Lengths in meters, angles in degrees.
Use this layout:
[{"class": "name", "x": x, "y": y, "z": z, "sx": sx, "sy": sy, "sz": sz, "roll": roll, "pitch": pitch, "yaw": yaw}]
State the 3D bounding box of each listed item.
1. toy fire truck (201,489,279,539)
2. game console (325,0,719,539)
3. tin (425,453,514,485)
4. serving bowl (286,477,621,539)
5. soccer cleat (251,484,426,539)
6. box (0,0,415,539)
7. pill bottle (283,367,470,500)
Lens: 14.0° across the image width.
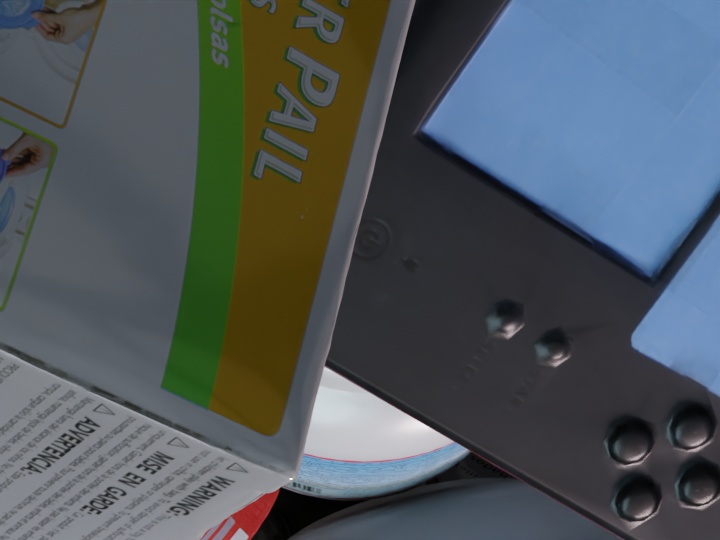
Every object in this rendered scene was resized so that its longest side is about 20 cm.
[{"class": "toy fire truck", "x": -0.117, "y": 0.009, "z": 0.790, "sx": 0.141, "sy": 0.049, "sz": 0.200, "roll": 47, "pitch": 169, "yaw": -32}, {"class": "game console", "x": 0.092, "y": -0.033, "z": 0.651, "sx": 0.176, "sy": 0.031, "sz": 0.200, "roll": 30, "pitch": 103, "yaw": -26}, {"class": "tin", "x": 0.090, "y": 0.042, "z": 0.908, "sx": 0.112, "sy": 0.042, "sz": 0.200, "roll": 33, "pitch": 145, "yaw": -7}, {"class": "serving bowl", "x": 0.023, "y": 0.109, "z": 0.900, "sx": 0.199, "sy": 0.066, "sz": 0.200, "roll": -12, "pitch": 161, "yaw": -4}, {"class": "soccer cleat", "x": 0.010, "y": 0.093, "z": 1.016, "sx": 0.200, "sy": 0.065, "sz": 0.084, "roll": 44, "pitch": -175, "yaw": -45}, {"class": "box", "x": -0.058, "y": -0.047, "z": 0.607, "sx": 0.101, "sy": 0.201, "sz": 0.112, "roll": 26, "pitch": 147, "yaw": -19}, {"class": "pill bottle", "x": 0.000, "y": 0.000, "z": 0.776, "sx": 0.108, "sy": 0.109, "sz": 0.200, "roll": 22, "pitch": 171, "yaw": 1}]
